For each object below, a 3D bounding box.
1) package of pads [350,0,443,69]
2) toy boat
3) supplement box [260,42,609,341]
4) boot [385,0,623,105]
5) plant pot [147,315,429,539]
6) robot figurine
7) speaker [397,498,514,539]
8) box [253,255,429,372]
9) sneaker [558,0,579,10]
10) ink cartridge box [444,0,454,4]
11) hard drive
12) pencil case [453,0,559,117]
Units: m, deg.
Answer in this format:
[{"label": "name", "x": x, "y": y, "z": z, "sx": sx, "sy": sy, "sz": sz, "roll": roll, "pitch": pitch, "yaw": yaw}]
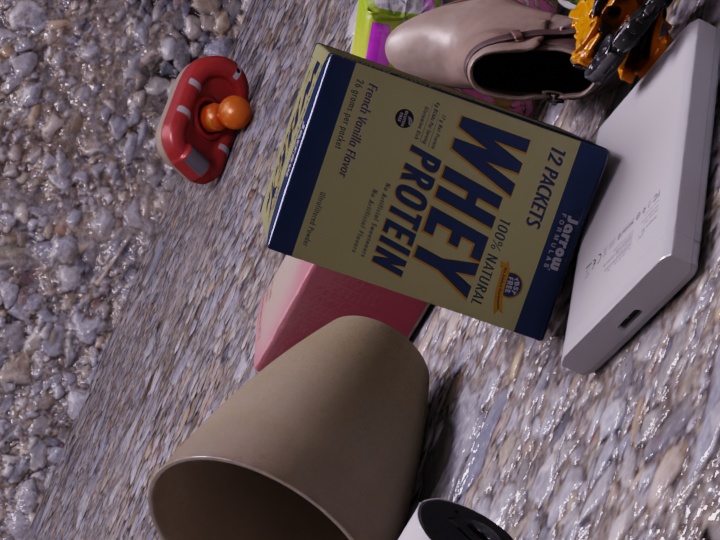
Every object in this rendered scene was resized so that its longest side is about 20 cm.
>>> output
[{"label": "package of pads", "x": 0.025, "y": -0.185, "z": 1.693, "sx": 0.200, "sy": 0.068, "sz": 0.156, "roll": -88, "pitch": 7, "yaw": -60}, {"label": "toy boat", "x": -0.219, "y": -0.236, "z": 3.123, "sx": 0.130, "sy": 0.130, "sz": 0.201, "roll": -8, "pitch": 53, "yaw": 38}, {"label": "supplement box", "x": 0.044, "y": -0.060, "z": 1.414, "sx": 0.200, "sy": 0.199, "sz": 0.135, "roll": -118, "pitch": 46, "yaw": -81}, {"label": "boot", "x": 0.100, "y": -0.156, "z": 1.488, "sx": 0.146, "sy": 0.198, "sz": 0.071, "roll": -49, "pitch": -47, "yaw": -68}, {"label": "plant pot", "x": -0.029, "y": 0.134, "z": 1.526, "sx": 0.200, "sy": 0.187, "sz": 0.187, "roll": -57, "pitch": 5, "yaw": -38}, {"label": "robot figurine", "x": 0.203, "y": -0.212, "z": 1.352, "sx": 0.201, "sy": 0.058, "sz": 0.145, "roll": -59, "pitch": 15, "yaw": 27}, {"label": "speaker", "x": 0.025, "y": 0.242, "z": 1.271, "sx": 0.201, "sy": 0.081, "sz": 0.081, "roll": -60, "pitch": 14, "yaw": 20}, {"label": "box", "x": 0.000, "y": 0.000, "z": 1.749, "sx": 0.201, "sy": 0.108, "sz": 0.128, "roll": -60, "pitch": 13, "yaw": 24}, {"label": "sneaker", "x": 0.162, "y": -0.239, "z": 1.573, "sx": 0.077, "sy": 0.088, "sz": 0.200, "roll": -65, "pitch": 12, "yaw": 1}, {"label": "ink cartridge box", "x": 0.111, "y": -0.325, "z": 1.810, "sx": 0.201, "sy": 0.145, "sz": 0.083, "roll": -63, "pitch": 12, "yaw": 8}, {"label": "hard drive", "x": 0.179, "y": -0.047, "z": 1.294, "sx": 0.132, "sy": 0.027, "sz": 0.201, "roll": -52, "pitch": 19, "yaw": 48}, {"label": "pencil case", "x": 0.118, "y": -0.212, "z": 1.702, "sx": 0.083, "sy": 0.086, "sz": 0.201, "roll": -31, "pitch": 35, "yaw": 50}]
